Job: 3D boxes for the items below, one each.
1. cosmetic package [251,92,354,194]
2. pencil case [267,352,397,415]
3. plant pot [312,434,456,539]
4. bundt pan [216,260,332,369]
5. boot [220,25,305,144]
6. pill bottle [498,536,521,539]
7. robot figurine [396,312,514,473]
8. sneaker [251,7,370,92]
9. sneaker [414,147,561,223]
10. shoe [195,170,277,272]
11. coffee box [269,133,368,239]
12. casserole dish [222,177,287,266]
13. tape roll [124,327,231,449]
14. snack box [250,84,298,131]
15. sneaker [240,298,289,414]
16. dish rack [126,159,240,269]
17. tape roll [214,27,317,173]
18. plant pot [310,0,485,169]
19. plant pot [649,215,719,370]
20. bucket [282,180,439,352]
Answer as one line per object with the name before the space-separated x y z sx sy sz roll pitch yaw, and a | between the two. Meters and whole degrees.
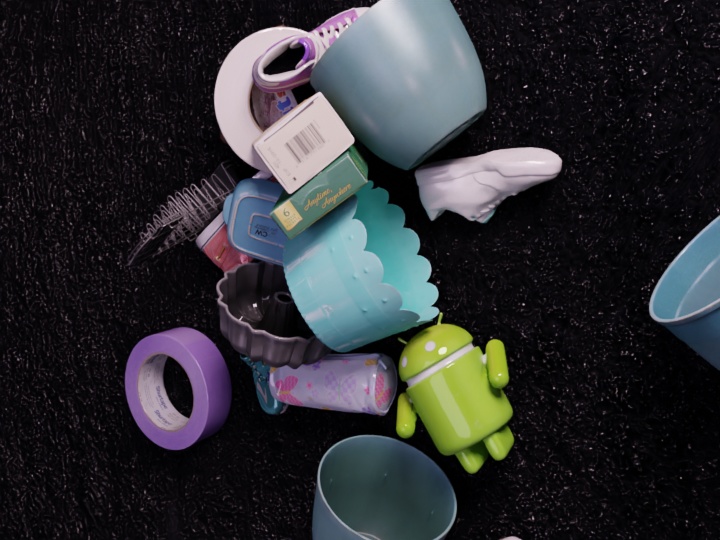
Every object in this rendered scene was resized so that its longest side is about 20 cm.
cosmetic package | -0.080 -0.163 0.879 0.105 0.200 0.071 -39 105 -2
pencil case | -0.042 0.162 1.040 0.196 0.083 0.093 2 89 29
plant pot | 0.020 0.364 0.976 0.198 0.200 0.164 27 119 23
bundt pan | -0.118 0.070 1.011 0.200 0.201 0.077 30 121 22
boot | -0.145 -0.263 1.050 0.075 0.074 0.201 40 112 7
pill bottle | 0.149 0.453 0.955 0.198 0.110 0.112 -33 81 29
robot figurine | 0.126 0.162 0.924 0.174 0.115 0.203 -33 80 25
sneaker | -0.048 -0.290 0.906 0.198 0.114 0.074 -30 102 -5
sneaker | 0.169 -0.105 0.899 0.197 0.075 0.090 -2 109 36
shoe | -0.171 -0.075 1.092 0.200 0.071 0.091 -43 90 23
coffee box | -0.047 -0.114 0.889 0.122 0.200 0.044 -35 104 10
casserole dish | -0.116 -0.061 1.030 0.196 0.039 0.123 17 112 1
tape roll | -0.322 0.206 1.215 0.197 0.065 0.205 4 99 30
snack box | -0.122 -0.225 1.014 0.071 0.024 0.203 -25 104 -2
sneaker | -0.164 0.135 1.107 0.076 0.079 0.204 -11 92 30
dish rack | -0.278 -0.082 1.065 0.055 0.200 0.153 50 133 0
tape roll | -0.108 -0.237 0.982 0.198 0.037 0.208 -2 100 -9
plant pot | 0.061 -0.227 0.859 0.199 0.200 0.162 -35 90 28
plant pot | 0.437 0.042 0.699 0.188 0.200 0.200 43 116 0
bucket | 0.000 0.000 0.922 0.133 0.207 0.210 -27 84 22
